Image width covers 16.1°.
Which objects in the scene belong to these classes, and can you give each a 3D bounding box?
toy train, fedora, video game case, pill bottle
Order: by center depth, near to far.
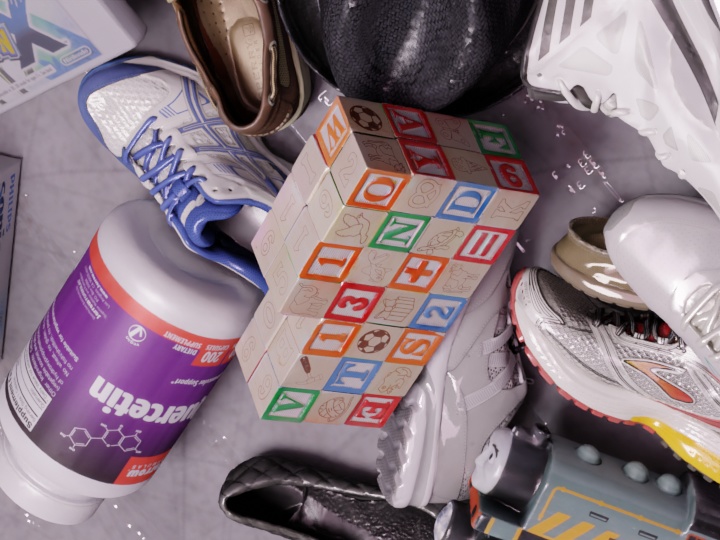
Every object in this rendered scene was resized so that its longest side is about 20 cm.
[{"bbox_3d":[0.036,-0.155,1.422,0.199,0.092,0.201,4,125,6],"label":"fedora"},{"bbox_3d":[0.147,0.161,1.512,0.199,0.085,0.114,22,112,-8],"label":"toy train"},{"bbox_3d":[-0.249,-0.175,1.522,0.199,0.022,0.182,-20,118,42],"label":"video game case"},{"bbox_3d":[-0.150,0.061,1.578,0.112,0.112,0.200,36,117,4],"label":"pill bottle"}]

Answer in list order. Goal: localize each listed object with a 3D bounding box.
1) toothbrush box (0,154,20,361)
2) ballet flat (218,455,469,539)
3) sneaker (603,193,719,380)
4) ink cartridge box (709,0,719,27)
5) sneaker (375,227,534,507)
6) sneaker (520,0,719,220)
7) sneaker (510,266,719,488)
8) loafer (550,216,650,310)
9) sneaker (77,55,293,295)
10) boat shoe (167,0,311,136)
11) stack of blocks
[{"bbox_3d":[-0.292,0.017,1.564,0.085,0.200,0.147,14,112,13],"label":"toothbrush box"},{"bbox_3d":[0.006,0.163,1.590,0.199,0.057,0.067,11,112,15],"label":"ballet flat"},{"bbox_3d":[0.215,0.034,1.387,0.200,0.080,0.070,39,117,-8],"label":"sneaker"},{"bbox_3d":[0.232,-0.244,1.314,0.146,0.146,0.201,-19,102,25],"label":"ink cartridge box"},{"bbox_3d":[0.067,0.048,1.535,0.082,0.075,0.201,7,110,-20],"label":"sneaker"},{"bbox_3d":[0.155,-0.089,1.367,0.115,0.076,0.201,-17,99,23],"label":"sneaker"},{"bbox_3d":[0.178,0.048,1.480,0.199,0.078,0.082,28,121,-2],"label":"sneaker"},{"bbox_3d":[0.208,-0.017,1.450,0.199,0.076,0.068,3,110,8],"label":"loafer"},{"bbox_3d":[-0.093,-0.057,1.530,0.200,0.088,0.075,34,118,6],"label":"sneaker"},{"bbox_3d":[-0.082,-0.175,1.485,0.074,0.075,0.203,-19,98,23],"label":"boat shoe"},{"bbox_3d":[0.000,0.000,1.452,0.115,0.059,0.200,7,132,-31],"label":"stack of blocks"}]
